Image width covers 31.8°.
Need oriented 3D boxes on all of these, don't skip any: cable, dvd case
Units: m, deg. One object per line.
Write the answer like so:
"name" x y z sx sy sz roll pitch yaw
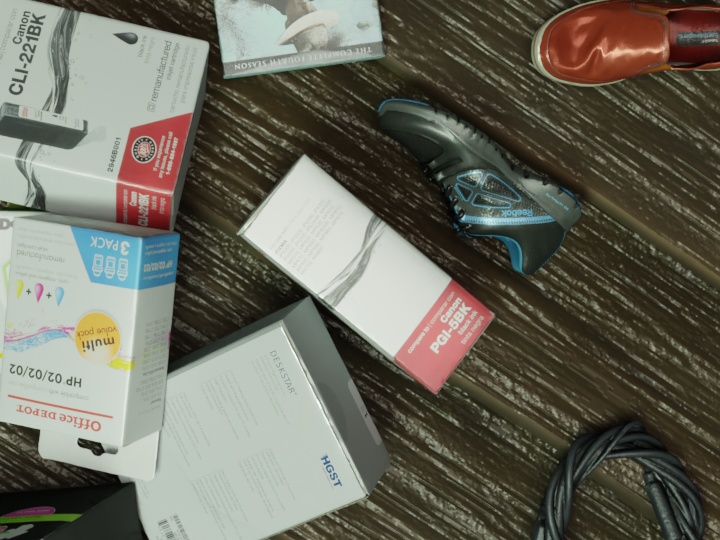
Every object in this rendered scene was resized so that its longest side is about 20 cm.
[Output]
"cable" 0.232 0.234 1.119 0.160 0.051 0.203 15 92 -6
"dvd case" -0.061 -0.274 1.078 0.143 0.022 0.204 -7 95 -4

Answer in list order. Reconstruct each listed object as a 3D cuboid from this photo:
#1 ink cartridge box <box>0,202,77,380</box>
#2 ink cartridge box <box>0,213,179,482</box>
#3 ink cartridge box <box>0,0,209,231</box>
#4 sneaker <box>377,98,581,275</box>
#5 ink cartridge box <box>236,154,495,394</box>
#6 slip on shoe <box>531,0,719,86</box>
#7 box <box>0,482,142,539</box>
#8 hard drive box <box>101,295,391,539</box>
"ink cartridge box" -0.251 -0.002 1.059 0.102 0.059 0.204 2 93 -5
"ink cartridge box" -0.213 0.064 0.984 0.113 0.068 0.204 8 98 17
"ink cartridge box" -0.233 -0.127 1.017 0.197 0.084 0.147 12 65 -5
"sneaker" 0.092 -0.074 1.077 0.198 0.073 0.083 33 92 -5
"ink cartridge box" 0.000 0.000 1.037 0.199 0.147 0.083 39 88 -7
"slip on shoe" 0.245 -0.199 1.088 0.196 0.061 0.076 -3 96 -3
"box" -0.286 0.253 0.999 0.197 0.148 0.127 -8 95 18
"hard drive box" -0.099 0.138 1.038 0.198 0.077 0.158 -24 96 21
